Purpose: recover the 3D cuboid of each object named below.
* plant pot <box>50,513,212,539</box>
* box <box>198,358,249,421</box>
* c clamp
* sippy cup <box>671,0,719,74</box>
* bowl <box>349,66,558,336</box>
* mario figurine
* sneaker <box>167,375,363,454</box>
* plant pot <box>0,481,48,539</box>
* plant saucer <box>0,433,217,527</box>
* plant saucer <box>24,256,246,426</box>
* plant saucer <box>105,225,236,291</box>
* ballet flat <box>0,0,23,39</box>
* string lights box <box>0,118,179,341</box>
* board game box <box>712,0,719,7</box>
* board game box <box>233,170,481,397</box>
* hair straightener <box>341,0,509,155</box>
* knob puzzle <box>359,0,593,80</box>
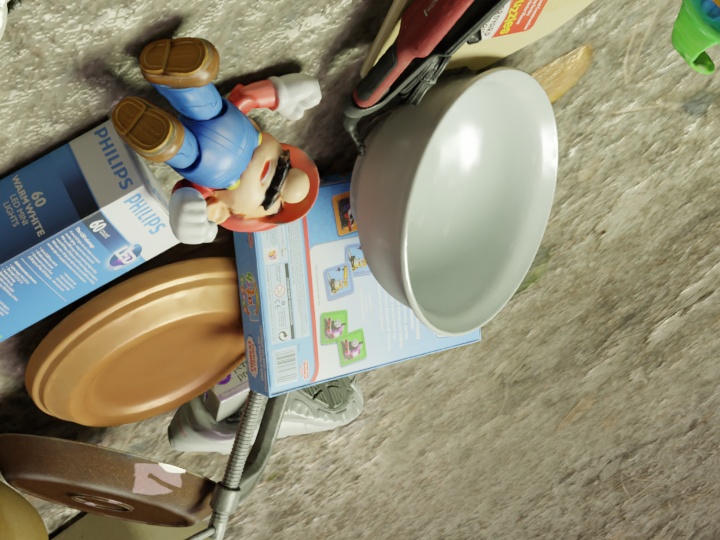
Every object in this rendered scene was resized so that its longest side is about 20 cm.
[{"bbox_3d":[-0.212,0.326,1.842,0.200,0.177,0.200,-35,156,15],"label":"plant pot"},{"bbox_3d":[-0.046,0.063,1.641,0.200,0.039,0.041,-27,158,-22],"label":"box"},{"bbox_3d":[-0.081,0.120,1.533,0.171,0.027,0.200,-3,111,-76],"label":"c clamp"},{"bbox_3d":[0.311,-0.220,1.400,0.177,0.140,0.130,-5,179,27],"label":"sippy cup"},{"bbox_3d":[0.055,-0.058,1.413,0.201,0.090,0.202,-30,128,-47],"label":"bowl"},{"bbox_3d":[-0.076,-0.078,1.270,0.123,0.106,0.200,-34,155,8],"label":"mario figurine"},{"bbox_3d":[-0.089,0.120,1.715,0.200,0.078,0.099,-2,157,-40],"label":"sneaker"},{"bbox_3d":[-0.332,0.233,1.549,0.186,0.187,0.200,-34,170,11],"label":"plant pot"},{"bbox_3d":[-0.208,0.175,1.575,0.200,0.035,0.200,11,164,3],"label":"plant saucer"},{"bbox_3d":[-0.157,0.062,1.478,0.200,0.038,0.200,-24,156,-12],"label":"plant saucer"},{"bbox_3d":[-0.122,0.027,1.526,0.200,0.030,0.200,-23,156,-11],"label":"plant saucer"},{"bbox_3d":[-0.239,-0.116,1.052,0.072,0.072,0.200,-1,144,-48],"label":"ballet flat"},{"bbox_3d":[-0.226,-0.012,1.290,0.200,0.059,0.103,-29,157,0],"label":"string lights box"},{"bbox_3d":[0.266,-0.258,1.131,0.200,0.200,0.200,-42,155,7],"label":"board game box"},{"bbox_3d":[0.000,0.000,1.478,0.200,0.152,0.037,-13,-165,-32],"label":"board game box"},{"bbox_3d":[0.052,-0.142,1.285,0.077,0.041,0.200,-9,150,-38],"label":"hair straightener"},{"bbox_3d":[0.107,-0.208,1.302,0.219,0.030,0.220,-24,155,-12],"label":"knob puzzle"}]
